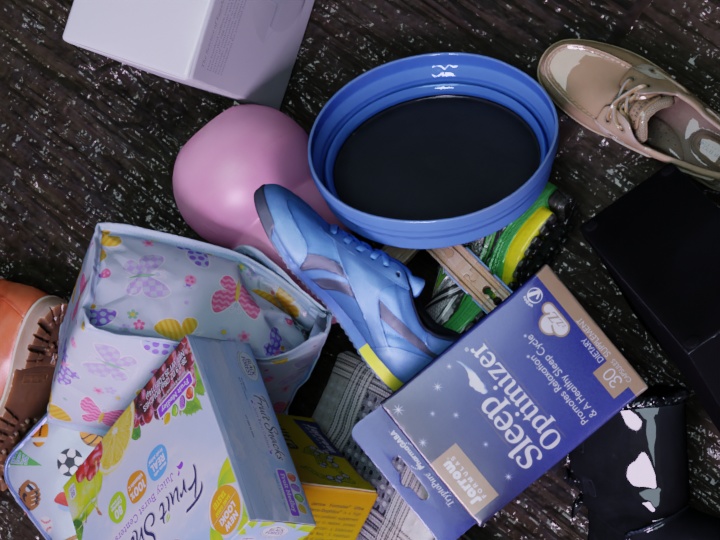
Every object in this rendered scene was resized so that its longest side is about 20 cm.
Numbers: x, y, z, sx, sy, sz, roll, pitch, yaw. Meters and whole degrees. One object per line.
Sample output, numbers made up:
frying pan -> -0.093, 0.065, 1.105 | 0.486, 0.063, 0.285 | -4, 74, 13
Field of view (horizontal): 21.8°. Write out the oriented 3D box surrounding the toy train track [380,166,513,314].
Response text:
toy train track -> 0.073, -0.010, 1.468 | 0.115, 0.033, 0.200 | -46, 66, 5

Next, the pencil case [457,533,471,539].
pencil case -> 0.023, 0.300, 1.516 | 0.200, 0.078, 0.090 | -38, 64, 12

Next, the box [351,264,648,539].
box -> 0.103, 0.105, 1.415 | 0.200, 0.032, 0.121 | -40, 89, 3

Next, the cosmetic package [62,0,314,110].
cosmetic package -> -0.123, -0.251, 1.520 | 0.123, 0.200, 0.200 | 19, 93, 17

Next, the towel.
towel -> -0.003, 0.184, 1.506 | 0.192, 0.034, 0.200 | 30, 96, 45

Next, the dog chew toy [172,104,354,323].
dog chew toy -> -0.063, -0.039, 1.539 | 0.124, 0.125, 0.200 | -40, 87, 11

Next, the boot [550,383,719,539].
boot -> 0.245, 0.170, 1.443 | 0.198, 0.073, 0.163 | -6, 93, 32

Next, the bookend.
bookend -> 0.282, 0.053, 1.425 | 0.092, 0.199, 0.200 | -35, 122, 2

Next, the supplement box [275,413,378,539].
supplement box -> -0.092, 0.223, 1.479 | 0.109, 0.109, 0.200 | 43, 114, 46

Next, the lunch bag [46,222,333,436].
lunch bag -> -0.139, 0.060, 1.510 | 0.199, 0.170, 0.127 | 13, 55, -12

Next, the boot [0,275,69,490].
boot -> -0.325, 0.103, 1.641 | 0.107, 0.075, 0.201 | 25, 95, 29

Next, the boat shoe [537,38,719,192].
boat shoe -> 0.228, -0.129, 1.479 | 0.200, 0.065, 0.071 | 29, 96, 16

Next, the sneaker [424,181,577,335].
sneaker -> 0.090, 0.006, 1.519 | 0.085, 0.078, 0.200 | 37, 92, 25

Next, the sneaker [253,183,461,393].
sneaker -> 0.000, 0.000, 1.450 | 0.078, 0.066, 0.200 | -38, 96, 17

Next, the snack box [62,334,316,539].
snack box -> -0.133, 0.176, 1.400 | 0.200, 0.068, 0.169 | -49, 48, 34

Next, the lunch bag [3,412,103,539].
lunch bag -> -0.193, 0.187, 1.589 | 0.160, 0.076, 0.200 | -46, 77, 5

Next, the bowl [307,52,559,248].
bowl -> 0.059, -0.095, 1.486 | 0.200, 0.039, 0.201 | -6, 46, 6
